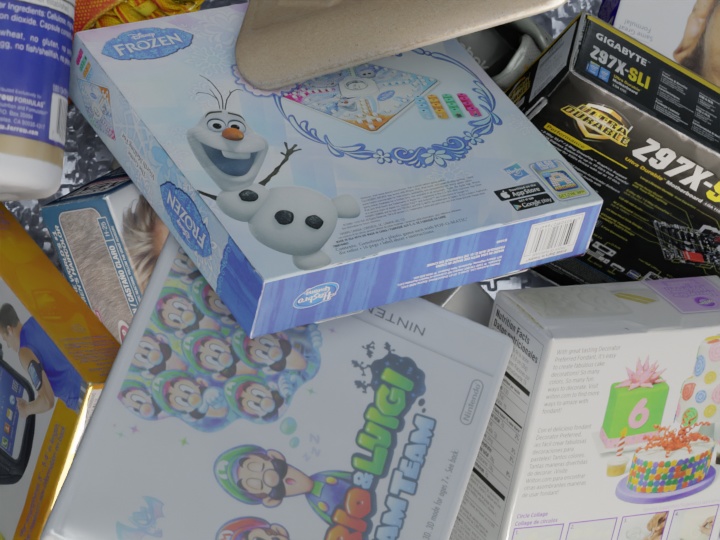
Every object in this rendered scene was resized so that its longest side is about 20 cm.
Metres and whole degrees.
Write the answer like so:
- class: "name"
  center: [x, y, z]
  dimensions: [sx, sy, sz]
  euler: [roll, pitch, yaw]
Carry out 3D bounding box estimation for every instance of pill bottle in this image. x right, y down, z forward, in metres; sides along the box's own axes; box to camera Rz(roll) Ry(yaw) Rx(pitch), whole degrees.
- class: "pill bottle"
  center: [-0.201, -0.140, 1.425]
  dimensions: [0.119, 0.120, 0.200]
  euler: [4, 85, -7]

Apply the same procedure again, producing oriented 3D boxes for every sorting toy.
- class: "sorting toy"
  center: [0.036, -0.176, 1.466]
  dimensions: [0.185, 0.200, 0.037]
  euler: [-15, 128, 21]

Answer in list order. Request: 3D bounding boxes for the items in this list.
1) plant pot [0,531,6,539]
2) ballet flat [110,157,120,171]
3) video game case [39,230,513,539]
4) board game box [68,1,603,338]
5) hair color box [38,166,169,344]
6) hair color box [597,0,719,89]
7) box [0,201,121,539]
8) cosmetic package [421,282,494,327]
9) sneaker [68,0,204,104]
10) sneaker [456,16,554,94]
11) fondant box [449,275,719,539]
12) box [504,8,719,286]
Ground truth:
- class: "plant pot"
  center: [-0.265, 0.162, 1.474]
  dimensions: [0.200, 0.187, 0.188]
  euler: [14, 85, -20]
- class: "ballet flat"
  center: [-0.109, -0.009, 1.550]
  dimensions: [0.073, 0.073, 0.200]
  euler: [-12, 91, -8]
- class: "video game case"
  center: [-0.036, 0.081, 1.385]
  dimensions: [0.182, 0.024, 0.200]
  euler: [24, 59, -5]
- class: "board game box"
  center: [-0.015, -0.063, 1.439]
  dimensions: [0.200, 0.043, 0.199]
  euler: [-13, 47, -30]
- class: "hair color box"
  center: [-0.063, -0.027, 1.503]
  dimensions: [0.200, 0.060, 0.100]
  euler: [-30, 106, -40]
- class: "hair color box"
  center: [0.195, -0.161, 1.563]
  dimensions: [0.109, 0.065, 0.200]
  euler: [21, 61, -6]
- class: "box"
  center: [-0.188, 0.045, 1.477]
  dimensions: [0.041, 0.200, 0.119]
  euler: [-6, 128, -40]
- class: "cosmetic package"
  center: [0.007, 0.097, 1.535]
  dimensions: [0.200, 0.081, 0.113]
  euler: [-46, 119, -10]
- class: "sneaker"
  center: [-0.122, -0.154, 1.522]
  dimensions: [0.073, 0.077, 0.200]
  euler: [28, 117, -35]
- class: "sneaker"
  center: [0.098, -0.092, 1.569]
  dimensions: [0.200, 0.092, 0.076]
  euler: [31, 82, -6]
- class: "fondant box"
  center: [0.125, 0.106, 1.511]
  dimensions: [0.144, 0.058, 0.200]
  euler: [-4, 119, -31]
- class: "box"
  center: [0.159, -0.037, 1.529]
  dimensions: [0.200, 0.160, 0.049]
  euler: [28, 51, -12]
